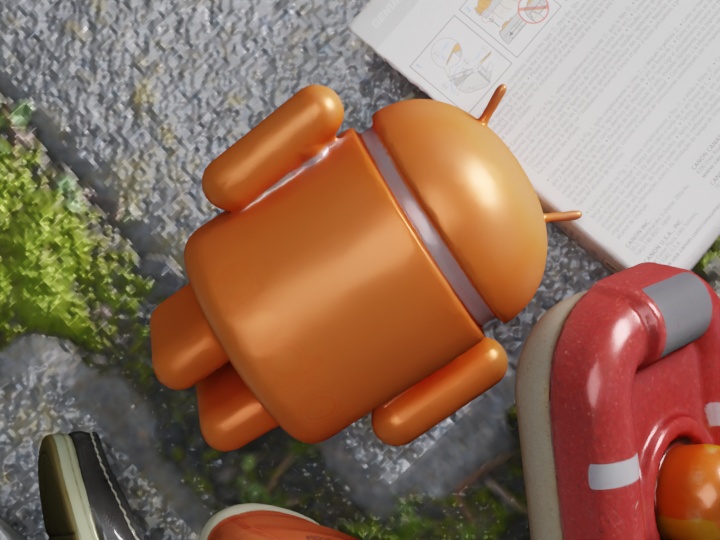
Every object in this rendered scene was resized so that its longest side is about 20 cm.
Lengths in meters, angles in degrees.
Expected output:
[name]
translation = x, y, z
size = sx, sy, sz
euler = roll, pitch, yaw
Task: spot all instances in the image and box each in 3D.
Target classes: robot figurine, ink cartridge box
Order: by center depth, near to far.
[robot figurine]
translation = 0.001, 0.001, 0.744
size = 0.200, 0.117, 0.144
euler = -33, 75, 5
[ink cartridge box]
translation = 0.119, -0.108, 0.795
size = 0.200, 0.050, 0.161
euler = 40, 86, 10

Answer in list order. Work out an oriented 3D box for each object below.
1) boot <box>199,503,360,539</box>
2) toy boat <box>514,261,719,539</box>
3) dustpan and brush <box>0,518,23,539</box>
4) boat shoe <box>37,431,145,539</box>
[boot]
translation = 0.019, 0.157, 0.749
size = 0.199, 0.107, 0.075
euler = 24, 92, -23
[toy boat]
translation = 0.151, 0.098, 0.698
size = 0.130, 0.130, 0.201
euler = 0, 102, 39
[dustpan and brush]
translation = -0.157, 0.179, 0.725
size = 0.199, 0.057, 0.140
euler = 12, 85, 24
[boat shoe]
translation = -0.094, 0.165, 0.758
size = 0.066, 0.072, 0.202
euler = -17, 77, -22
